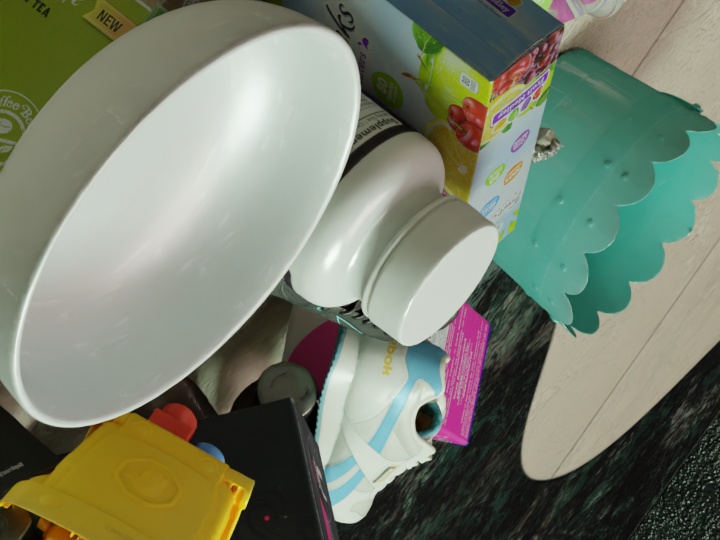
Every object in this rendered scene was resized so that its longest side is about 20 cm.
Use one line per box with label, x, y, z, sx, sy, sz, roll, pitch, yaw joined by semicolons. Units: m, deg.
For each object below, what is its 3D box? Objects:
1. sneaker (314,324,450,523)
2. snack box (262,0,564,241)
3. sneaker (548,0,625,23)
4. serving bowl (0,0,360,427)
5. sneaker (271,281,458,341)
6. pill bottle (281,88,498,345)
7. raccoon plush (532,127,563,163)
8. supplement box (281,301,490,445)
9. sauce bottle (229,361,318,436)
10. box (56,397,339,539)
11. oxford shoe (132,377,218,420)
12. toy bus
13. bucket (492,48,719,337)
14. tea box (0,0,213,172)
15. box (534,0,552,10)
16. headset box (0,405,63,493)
sneaker;0.012;0.112;1.576;0.200;0.081;0.077;98;6;-54
snack box;0.021;-0.111;1.349;0.068;0.169;0.200;-39;159;-27
sneaker;0.115;-0.197;1.571;0.088;0.081;0.200;-54;153;10
serving bowl;-0.090;-0.033;0.977;0.200;0.066;0.200;-42;156;-24
sneaker;0.000;0.000;1.457;0.075;0.079;0.200;-58;157;11
pill bottle;-0.025;-0.051;1.298;0.111;0.200;0.111;-43;160;-20
raccoon plush;0.073;-0.082;1.575;0.097;0.134;0.200;-54;161;1
supplement box;0.020;0.060;1.718;0.200;0.101;0.103;41;59;-70
sauce bottle;-0.061;0.108;1.615;0.065;0.065;0.200;-45;171;-20
box;-0.117;0.171;1.473;0.200;0.122;0.106;-15;159;2
oxford shoe;-0.121;0.126;1.596;0.071;0.073;0.200;-47;161;-13
toy bus;-0.143;0.172;1.345;0.200;0.136;0.192;-64;177;37
bucket;0.180;-0.066;1.858;0.207;0.135;0.207;-44;160;-21
tea box;-0.149;-0.068;1.079;0.197;0.134;0.200;-53;161;0
box;0.088;-0.245;1.390;0.144;0.036;0.200;0;129;-36
headset box;-0.263;0.167;1.331;0.149;0.075;0.200;-25;147;-55
